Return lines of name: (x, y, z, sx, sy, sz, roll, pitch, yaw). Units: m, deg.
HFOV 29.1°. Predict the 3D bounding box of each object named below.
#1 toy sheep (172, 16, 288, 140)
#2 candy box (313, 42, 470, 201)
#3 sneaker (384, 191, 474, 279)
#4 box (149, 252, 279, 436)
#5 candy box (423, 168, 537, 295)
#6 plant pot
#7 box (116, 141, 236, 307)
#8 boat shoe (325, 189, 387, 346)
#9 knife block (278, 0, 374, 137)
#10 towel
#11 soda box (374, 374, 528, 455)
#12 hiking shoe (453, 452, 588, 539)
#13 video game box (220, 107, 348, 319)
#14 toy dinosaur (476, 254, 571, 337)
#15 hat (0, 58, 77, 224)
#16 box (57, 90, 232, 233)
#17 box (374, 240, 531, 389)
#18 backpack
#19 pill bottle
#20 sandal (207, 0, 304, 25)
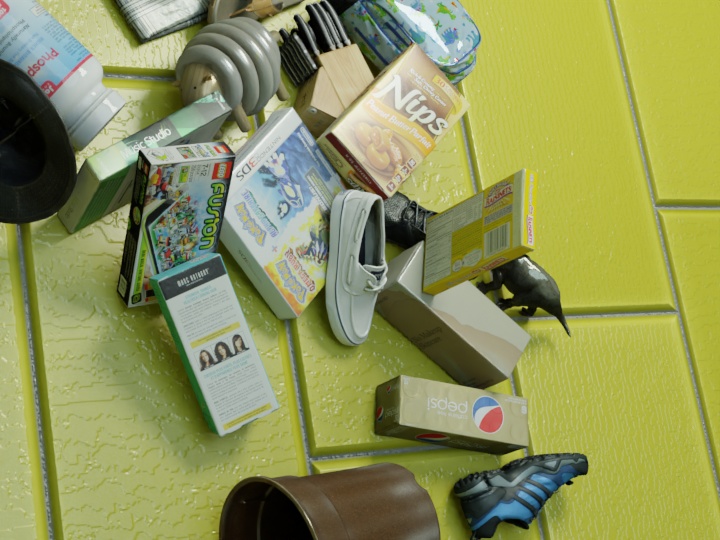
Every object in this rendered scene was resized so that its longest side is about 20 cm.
toy sheep: (-0.160, -0.252, 1.754, 0.138, 0.138, 0.200, 48, 42, -7)
candy box: (0.043, -0.191, 1.812, 0.115, 0.055, 0.200, 47, 59, -11)
sneaker: (0.092, -0.061, 1.839, 0.199, 0.114, 0.076, 40, 56, -10)
box: (-0.172, 0.086, 1.628, 0.082, 0.049, 0.201, -24, 102, -19)
candy box: (0.144, -0.044, 1.699, 0.026, 0.200, 0.103, 19, 64, -28)
plant pot: (-0.026, 0.316, 1.597, 0.198, 0.200, 0.201, -8, 77, -40)
box: (-0.216, -0.053, 1.615, 0.110, 0.201, 0.035, -9, 40, -32)
boat shoe: (0.000, 0.000, 1.750, 0.073, 0.065, 0.201, -17, 109, -48)
knife block: (-0.022, -0.262, 1.871, 0.199, 0.064, 0.176, 24, 63, -21)
towel: (-0.253, -0.411, 1.807, 0.200, 0.035, 0.193, -31, 90, -35)
soda box: (0.119, 0.188, 1.795, 0.199, 0.064, 0.068, 13, 67, -27)
hiking shoe: (0.215, 0.293, 1.817, 0.199, 0.074, 0.087, -12, 87, -23)
video game box: (-0.094, -0.072, 1.743, 0.182, 0.047, 0.200, -50, 117, -31)
toy dinosaur: (0.225, 0.018, 1.894, 0.077, 0.102, 0.200, -35, 91, -34)
hat: (-0.394, -0.156, 1.572, 0.201, 0.200, 0.081, 48, 29, -7)
box: (-0.256, -0.129, 1.638, 0.200, 0.144, 0.036, -36, 85, -35)
box: (0.115, 0.063, 1.820, 0.200, 0.095, 0.078, 40, 58, -11)
backpack: (0.072, -0.335, 1.920, 0.163, 0.153, 0.201, -41, 109, -40)
pill bottle: (-0.376, -0.238, 1.628, 0.200, 0.109, 0.109, 43, 57, -10)
sandal: (-0.123, -0.365, 1.838, 0.200, 0.054, 0.081, -29, 125, -38)
